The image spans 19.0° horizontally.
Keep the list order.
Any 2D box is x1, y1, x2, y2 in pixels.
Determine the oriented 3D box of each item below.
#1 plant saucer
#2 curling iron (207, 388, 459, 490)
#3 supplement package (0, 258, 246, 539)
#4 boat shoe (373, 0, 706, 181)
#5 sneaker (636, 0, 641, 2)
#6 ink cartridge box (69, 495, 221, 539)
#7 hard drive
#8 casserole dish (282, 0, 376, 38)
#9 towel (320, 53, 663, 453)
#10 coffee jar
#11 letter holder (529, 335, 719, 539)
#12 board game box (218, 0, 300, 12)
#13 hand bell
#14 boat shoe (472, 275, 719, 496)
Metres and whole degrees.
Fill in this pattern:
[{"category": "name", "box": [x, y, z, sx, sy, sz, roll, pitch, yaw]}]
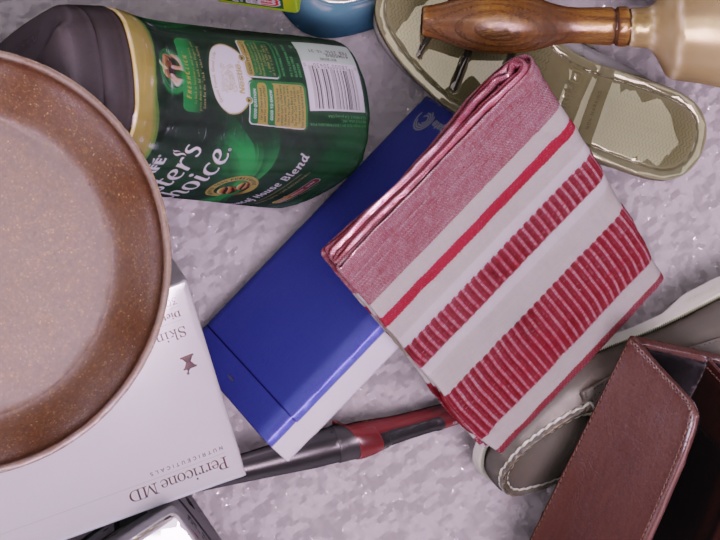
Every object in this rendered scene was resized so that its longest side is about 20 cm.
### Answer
[{"category": "plant saucer", "box": [-0.189, -0.003, 1.007, 0.200, 0.037, 0.201, 1, 84, -7]}, {"category": "curling iron", "box": [-0.006, 0.086, 1.219, 0.199, 0.026, 0.050, -20, 102, -11]}, {"category": "supplement package", "box": [-0.180, 0.066, 1.112, 0.199, 0.156, 0.111, -20, 110, -9]}, {"category": "boat shoe", "box": [0.094, -0.105, 1.209, 0.200, 0.068, 0.075, 28, 90, -7]}, {"category": "sneaker", "box": [0.155, -0.188, 1.191, 0.199, 0.076, 0.081, -1, 100, -22]}, {"category": "ink cartridge box", "box": [-0.093, 0.195, 1.138, 0.084, 0.200, 0.146, -34, 94, -4]}, {"category": "hard drive", "box": [0.000, 0.000, 1.178, 0.200, 0.132, 0.025, -46, 122, -2]}, {"category": "casserole dish", "box": [0.026, -0.210, 1.218, 0.199, 0.039, 0.121, -22, 94, -5]}, {"category": "towel", "box": [0.075, -0.003, 1.123, 0.144, 0.023, 0.200, -45, 137, -6]}, {"category": "coffee jar", "box": [-0.099, -0.084, 1.132, 0.200, 0.104, 0.086, 3, 71, -41]}, {"category": "letter holder", "box": [0.171, 0.161, 1.146, 0.100, 0.142, 0.200, 13, 113, -28]}, {"category": "board game box", "box": [-0.042, -0.249, 1.145, 0.047, 0.102, 0.201, 8, 82, 1]}, {"category": "hand bell", "box": [0.132, -0.130, 1.147, 0.199, 0.104, 0.105, 1, 92, -3]}, {"category": "boat shoe", "box": [0.159, 0.072, 1.213, 0.201, 0.072, 0.060, -30, 50, -5]}]
